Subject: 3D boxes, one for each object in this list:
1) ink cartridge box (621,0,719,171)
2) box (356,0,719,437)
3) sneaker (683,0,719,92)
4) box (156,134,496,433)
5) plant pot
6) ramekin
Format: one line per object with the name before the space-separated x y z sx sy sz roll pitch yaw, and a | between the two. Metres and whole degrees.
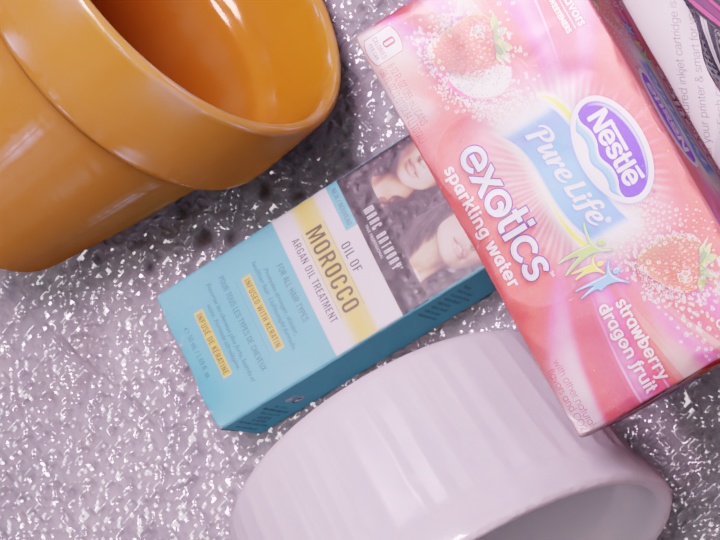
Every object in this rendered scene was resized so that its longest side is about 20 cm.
ink cartridge box | 0.190 -0.087 1.063 0.198 0.083 0.148 -7 91 17
box | 0.098 -0.041 1.000 0.102 0.095 0.201 -30 84 15
sneaker | 0.200 -0.070 0.985 0.074 0.080 0.201 -28 83 44
box | 0.000 0.000 1.168 0.199 0.049 0.083 -32 73 16
plant pot | -0.142 -0.100 1.175 0.183 0.200 0.201 -40 70 31
ramekin | 0.036 0.117 1.064 0.200 0.200 0.098 -38 64 14
